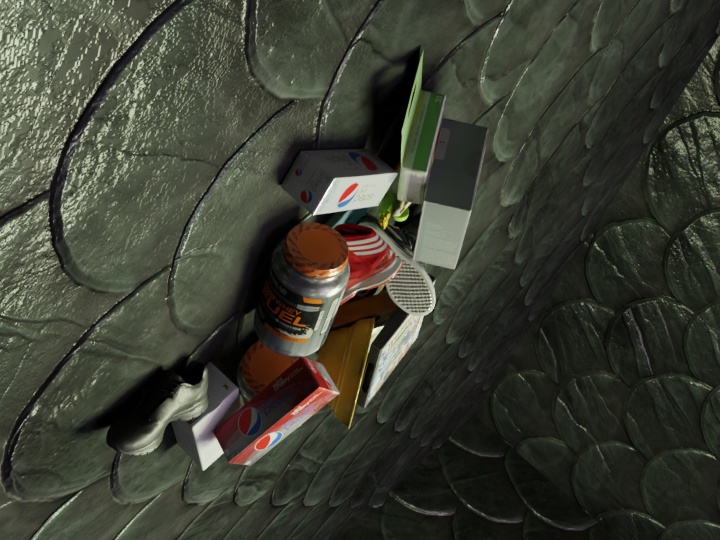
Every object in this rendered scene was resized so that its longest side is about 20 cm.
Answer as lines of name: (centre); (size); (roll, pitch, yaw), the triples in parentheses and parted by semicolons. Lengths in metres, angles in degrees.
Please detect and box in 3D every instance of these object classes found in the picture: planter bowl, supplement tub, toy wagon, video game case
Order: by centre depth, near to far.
supplement tub: (-0.088, 0.029, 1.532); (0.122, 0.122, 0.200); (-35, 156, -40)
toy wagon: (0.080, -0.149, 1.678); (0.200, 0.039, 0.155); (-48, 164, -32)
supplement tub: (-0.147, 0.197, 1.732); (0.123, 0.122, 0.200); (-44, 161, -18)
planter bowl: (-0.036, 0.166, 1.733); (0.200, 0.083, 0.201); (13, 90, -90)
video game case: (0.063, 0.125, 1.794); (0.200, 0.025, 0.181); (-50, 163, -38)

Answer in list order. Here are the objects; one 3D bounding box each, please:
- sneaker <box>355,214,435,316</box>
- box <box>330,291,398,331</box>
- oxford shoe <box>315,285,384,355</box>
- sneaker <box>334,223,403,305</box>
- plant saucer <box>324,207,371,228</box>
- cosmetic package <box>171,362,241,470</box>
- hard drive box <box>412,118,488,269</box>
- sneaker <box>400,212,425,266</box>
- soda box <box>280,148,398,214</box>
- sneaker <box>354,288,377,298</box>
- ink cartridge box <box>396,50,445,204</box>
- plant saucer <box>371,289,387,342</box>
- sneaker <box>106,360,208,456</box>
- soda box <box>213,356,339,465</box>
sneaker: (0.062, -0.016, 1.706); (0.078, 0.200, 0.080); (-31, -161, 20)
box: (-0.006, 0.085, 1.828); (0.199, 0.042, 0.119); (-17, 166, -26)
oxford shoe: (-0.013, 0.094, 1.927); (0.200, 0.075, 0.070); (-48, 163, -6)
sneaker: (-0.039, -0.013, 1.623); (0.199, 0.116, 0.078); (-27, -160, 25)
plant saucer: (-0.024, -0.086, 1.629); (0.200, 0.019, 0.070); (-45, 163, -13)
cosmetic package: (-0.253, 0.242, 1.651); (0.102, 0.074, 0.200); (-41, 158, -24)
hard drive box: (0.143, -0.119, 1.609); (0.200, 0.076, 0.157); (96, 8, -63)
sneaker: (0.110, -0.041, 1.946); (0.091, 0.076, 0.200); (-50, 170, -34)
soda box: (-0.027, -0.131, 1.445); (0.064, 0.068, 0.200); (-58, 161, 21)
sneaker: (0.000, 0.000, 1.776); (0.082, 0.070, 0.200); (-52, 164, 11)
ink cartridge box: (0.093, -0.210, 1.507); (0.200, 0.048, 0.146); (95, 9, -65)
plant saucer: (0.017, 0.102, 2.060); (0.200, 0.050, 0.200); (-43, 161, -19)
sneaker: (-0.296, 0.194, 1.471); (0.200, 0.076, 0.091); (-39, 151, -51)
soda box: (-0.135, 0.225, 1.596); (0.200, 0.064, 0.070); (-41, 151, 13)
